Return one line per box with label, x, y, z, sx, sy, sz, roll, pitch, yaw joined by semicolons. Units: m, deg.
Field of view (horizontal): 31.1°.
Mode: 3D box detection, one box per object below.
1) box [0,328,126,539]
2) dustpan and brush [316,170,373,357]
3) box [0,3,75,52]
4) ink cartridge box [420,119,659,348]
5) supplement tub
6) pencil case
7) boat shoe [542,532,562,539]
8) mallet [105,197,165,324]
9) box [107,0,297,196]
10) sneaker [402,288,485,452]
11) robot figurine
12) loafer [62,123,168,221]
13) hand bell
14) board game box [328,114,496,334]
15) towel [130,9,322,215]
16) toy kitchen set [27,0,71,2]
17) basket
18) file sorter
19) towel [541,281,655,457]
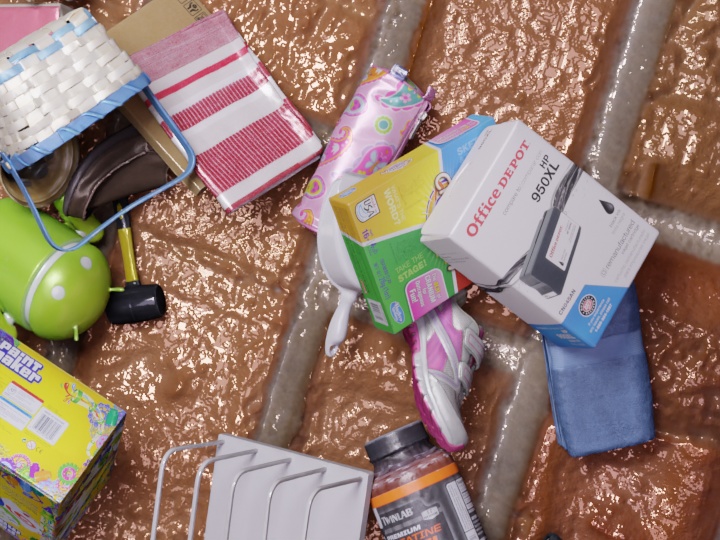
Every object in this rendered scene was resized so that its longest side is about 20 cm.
box;-0.373;0.180;1.380;0.199;0.193;0.123;33;56;2
dustpan and brush;0.000;0.000;1.379;0.138;0.057;0.203;9;96;-34
box;-0.402;-0.228;1.414;0.196;0.128;0.111;0;93;5
ink cartridge box;0.182;-0.036;1.319;0.199;0.084;0.146;35;79;-15
supplement tub;0.072;0.269;1.399;0.106;0.107;0.202;-24;81;5
pencil case;0.004;-0.124;1.406;0.087;0.087;0.202;29;93;3
boat shoe;0.161;0.374;1.421;0.200;0.076;0.060;-44;89;-7
mallet;-0.275;-0.037;1.460;0.065;0.041;0.203;-17;86;7
box;-0.188;-0.201;1.407;0.200;0.021;0.163;47;60;1
sneaker;0.095;0.093;1.389;0.087;0.082;0.203;-10;70;-2
robot figurine;-0.357;-0.002;1.414;0.199;0.116;0.176;31;67;17
loafer;-0.238;-0.118;1.397;0.071;0.073;0.200;43;67;4
hand bell;-0.411;-0.142;1.418;0.198;0.104;0.106;19;94;37
board game box;0.077;-0.051;1.354;0.199;0.040;0.155;-32;115;-24
towel;-0.147;-0.174;1.388;0.143;0.023;0.201;-34;84;-30
toy kitchen set;-0.398;-0.332;1.427;0.200;0.163;0.181;43;119;10
basket;-0.278;-0.144;1.288;0.175;0.139;0.202;-35;102;-23
file sorter;-0.108;0.268;1.376;0.197;0.124;0.141;10;94;28
towel;0.257;0.095;1.411;0.110;0.049;0.203;-9;90;1
